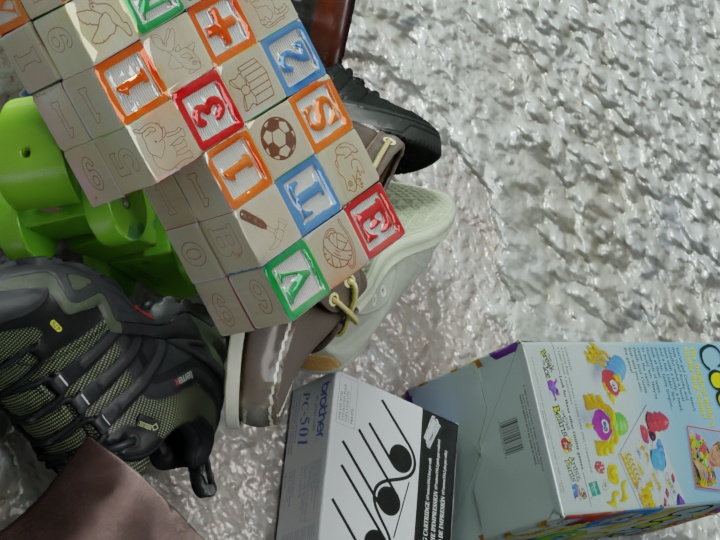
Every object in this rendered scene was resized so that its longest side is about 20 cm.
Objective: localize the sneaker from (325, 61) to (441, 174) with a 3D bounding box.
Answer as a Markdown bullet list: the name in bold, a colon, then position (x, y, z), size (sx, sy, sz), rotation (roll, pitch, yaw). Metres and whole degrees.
- **sneaker**: position (-0.039, -0.124, 1.078), size (0.199, 0.060, 0.105), rotation (9, 66, -30)

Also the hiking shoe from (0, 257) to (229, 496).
- **hiking shoe**: position (-0.136, 0.057, 0.877), size (0.199, 0.075, 0.101), rotation (14, 63, -45)

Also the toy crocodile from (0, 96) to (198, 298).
- **toy crocodile**: position (-0.121, -0.027, 0.911), size (0.200, 0.067, 0.062), rotation (33, 50, -61)

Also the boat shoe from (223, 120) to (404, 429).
- **boat shoe**: position (-0.024, -0.002, 0.940), size (0.059, 0.072, 0.201), rotation (13, 50, 3)

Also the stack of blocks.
- **stack of blocks**: position (-0.075, -0.073, 0.834), size (0.115, 0.058, 0.201), rotation (-37, 106, -37)

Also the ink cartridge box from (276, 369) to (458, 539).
- **ink cartridge box**: position (0.001, 0.164, 0.997), size (0.094, 0.044, 0.201), rotation (25, 56, -32)

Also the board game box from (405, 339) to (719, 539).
- **board game box**: position (0.140, 0.106, 1.114), size (0.199, 0.103, 0.106), rotation (3, 69, -43)

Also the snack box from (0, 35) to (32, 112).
- **snack box**: position (-0.168, -0.098, 0.879), size (0.200, 0.024, 0.072), rotation (-48, 117, 0)

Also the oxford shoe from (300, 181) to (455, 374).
- **oxford shoe**: position (0.000, 0.000, 1.064), size (0.200, 0.075, 0.058), rotation (-49, 145, -57)

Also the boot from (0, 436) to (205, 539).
- **boot**: position (-0.110, 0.197, 0.818), size (0.166, 0.072, 0.200), rotation (-44, 96, -18)

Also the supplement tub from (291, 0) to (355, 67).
- **supplement tub**: position (-0.097, -0.177, 0.975), size (0.198, 0.107, 0.108), rotation (11, 58, -1)
